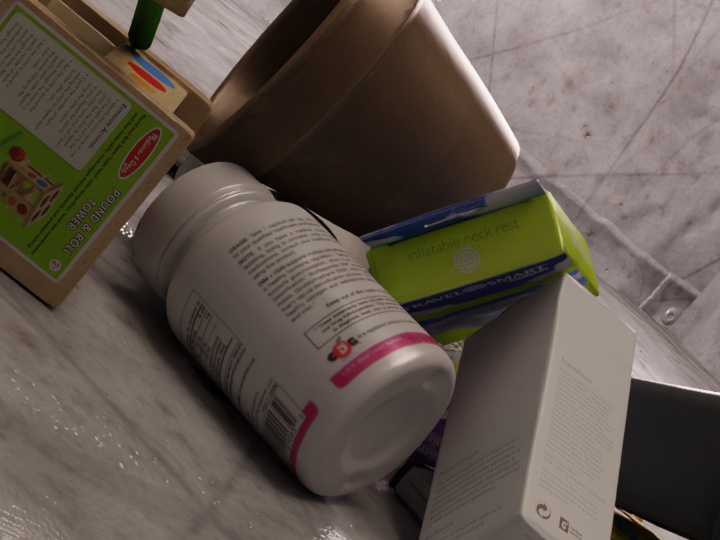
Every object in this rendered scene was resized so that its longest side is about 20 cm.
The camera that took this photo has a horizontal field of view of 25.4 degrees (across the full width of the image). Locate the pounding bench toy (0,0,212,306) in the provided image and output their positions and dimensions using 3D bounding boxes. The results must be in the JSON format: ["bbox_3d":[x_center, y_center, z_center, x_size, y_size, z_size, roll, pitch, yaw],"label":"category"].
[{"bbox_3d":[-0.152,-0.108,0.925,0.124,0.200,0.156,39,10,-8],"label":"pounding bench toy"}]

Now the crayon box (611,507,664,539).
[{"bbox_3d":[0.194,0.223,1.065,0.127,0.051,0.200,38,10,-19],"label":"crayon box"}]

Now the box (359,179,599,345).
[{"bbox_3d":[0.084,-0.001,1.046,0.200,0.122,0.048,32,41,-72],"label":"box"}]

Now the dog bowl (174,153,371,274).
[{"bbox_3d":[-0.035,-0.056,1.188,0.200,0.200,0.059,40,-33,-4],"label":"dog bowl"}]

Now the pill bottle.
[{"bbox_3d":[-0.046,0.030,0.968,0.200,0.113,0.113,46,11,28],"label":"pill bottle"}]

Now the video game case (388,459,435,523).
[{"bbox_3d":[0.127,0.213,1.075,0.181,0.026,0.200,47,12,36],"label":"video game case"}]

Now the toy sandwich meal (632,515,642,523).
[{"bbox_3d":[0.138,0.153,1.243,0.205,0.070,0.205,19,-11,4],"label":"toy sandwich meal"}]

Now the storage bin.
[{"bbox_3d":[0.238,0.149,1.077,0.134,0.146,0.200,14,-9,37],"label":"storage bin"}]

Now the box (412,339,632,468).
[{"bbox_3d":[0.086,0.083,1.144,0.137,0.039,0.200,28,26,32],"label":"box"}]

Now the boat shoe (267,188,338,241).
[{"bbox_3d":[-0.031,0.027,1.076,0.072,0.066,0.200,-10,50,-50],"label":"boat shoe"}]

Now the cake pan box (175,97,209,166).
[{"bbox_3d":[-0.111,-0.100,1.463,0.184,0.052,0.200,36,7,-7],"label":"cake pan box"}]

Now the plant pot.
[{"bbox_3d":[0.009,-0.100,1.084,0.175,0.200,0.200,43,8,-15],"label":"plant pot"}]

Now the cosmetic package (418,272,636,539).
[{"bbox_3d":[0.103,0.108,0.975,0.074,0.102,0.200,38,43,-18],"label":"cosmetic package"}]

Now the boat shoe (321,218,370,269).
[{"bbox_3d":[0.000,0.000,1.245,0.200,0.065,0.071,36,12,-11],"label":"boat shoe"}]
